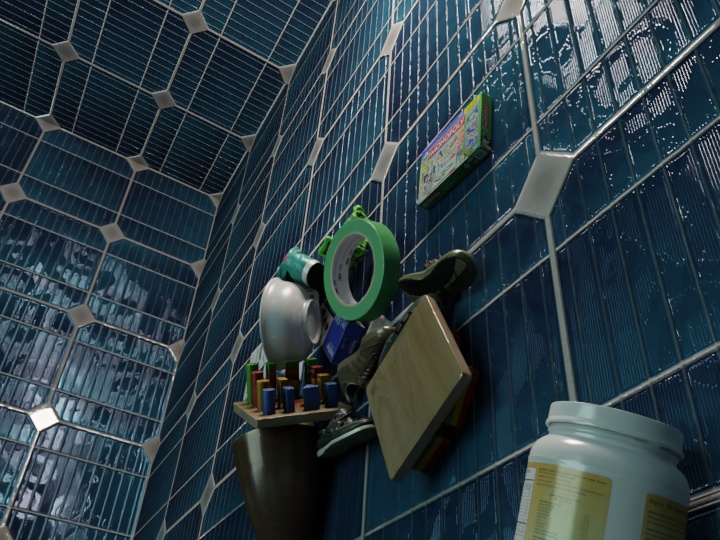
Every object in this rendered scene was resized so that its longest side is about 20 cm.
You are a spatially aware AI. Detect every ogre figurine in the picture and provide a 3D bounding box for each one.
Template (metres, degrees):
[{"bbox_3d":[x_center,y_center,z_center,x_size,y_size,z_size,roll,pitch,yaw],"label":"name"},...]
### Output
[{"bbox_3d":[-0.030,-0.063,1.563,0.120,0.097,0.203,-46,42,23],"label":"ogre figurine"}]

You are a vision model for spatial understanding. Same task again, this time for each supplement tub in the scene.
[{"bbox_3d":[0.211,0.234,0.612,0.144,0.141,0.205,-17,53,63],"label":"supplement tub"}]

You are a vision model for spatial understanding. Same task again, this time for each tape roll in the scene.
[{"bbox_3d":[0.000,0.000,1.398,0.198,0.047,0.207,-13,73,50],"label":"tape roll"}]

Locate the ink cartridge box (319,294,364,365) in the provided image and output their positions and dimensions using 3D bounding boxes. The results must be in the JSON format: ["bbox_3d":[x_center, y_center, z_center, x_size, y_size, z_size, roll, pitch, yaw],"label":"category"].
[{"bbox_3d":[-0.051,0.126,1.506,0.096,0.043,0.200,-66,21,10],"label":"ink cartridge box"}]

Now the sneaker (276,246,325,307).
[{"bbox_3d":[-0.132,0.013,1.592,0.085,0.119,0.201,-54,-24,-15],"label":"sneaker"}]

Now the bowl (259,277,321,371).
[{"bbox_3d":[-0.141,0.114,1.501,0.088,0.203,0.206,-5,54,17],"label":"bowl"}]

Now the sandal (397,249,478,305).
[{"bbox_3d":[0.134,0.013,1.137,0.058,0.080,0.200,-49,11,-34],"label":"sandal"}]

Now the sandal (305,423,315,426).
[{"bbox_3d":[-0.146,0.332,1.521,0.081,0.058,0.206,-67,20,4],"label":"sandal"}]

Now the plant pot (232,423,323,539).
[{"bbox_3d":[-0.149,0.425,1.310,0.187,0.183,0.205,-46,43,44],"label":"plant pot"}]

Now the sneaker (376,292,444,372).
[{"bbox_3d":[0.074,0.115,1.159,0.203,0.074,0.080,-61,17,22],"label":"sneaker"}]

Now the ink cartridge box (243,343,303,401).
[{"bbox_3d":[-0.217,0.243,1.750,0.200,0.082,0.148,-47,30,45],"label":"ink cartridge box"}]

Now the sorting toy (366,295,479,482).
[{"bbox_3d":[0.100,0.179,1.040,0.202,0.068,0.201,-60,23,21],"label":"sorting toy"}]

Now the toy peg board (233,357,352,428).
[{"bbox_3d":[-0.140,0.237,1.373,0.198,0.194,0.101,176,91,-67],"label":"toy peg board"}]

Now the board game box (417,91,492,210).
[{"bbox_3d":[0.176,-0.222,1.297,0.200,0.028,0.138,-43,33,49],"label":"board game box"}]

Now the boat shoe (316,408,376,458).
[{"bbox_3d":[-0.030,0.288,1.251,0.200,0.072,0.068,127,138,-56],"label":"boat shoe"}]

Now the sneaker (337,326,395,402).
[{"bbox_3d":[0.022,0.176,1.272,0.201,0.069,0.077,-50,45,47],"label":"sneaker"}]
